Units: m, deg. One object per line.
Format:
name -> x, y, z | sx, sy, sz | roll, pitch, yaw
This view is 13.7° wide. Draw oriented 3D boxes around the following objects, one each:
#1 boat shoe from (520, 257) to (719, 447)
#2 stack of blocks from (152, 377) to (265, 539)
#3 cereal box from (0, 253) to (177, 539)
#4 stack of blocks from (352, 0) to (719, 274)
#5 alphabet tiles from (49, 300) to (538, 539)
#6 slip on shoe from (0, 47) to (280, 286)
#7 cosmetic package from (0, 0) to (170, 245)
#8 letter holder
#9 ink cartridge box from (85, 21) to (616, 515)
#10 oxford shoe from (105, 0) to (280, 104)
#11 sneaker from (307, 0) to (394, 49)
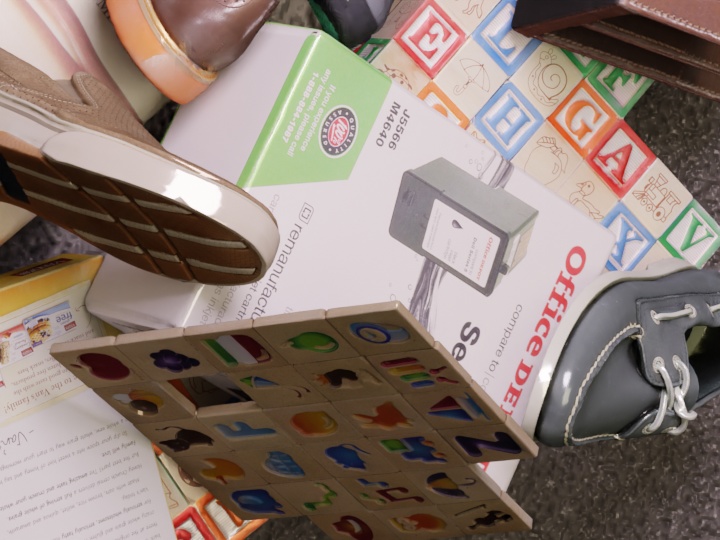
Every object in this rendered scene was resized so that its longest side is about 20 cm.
boat shoe -> 0.133, 0.041, 1.370 | 0.200, 0.062, 0.073 | -24, 136, -61
stack of blocks -> -0.099, 0.113, 1.397 | 0.200, 0.059, 0.115 | -39, 108, -15
cereal box -> -0.154, 0.108, 1.301 | 0.143, 0.039, 0.201 | -19, 102, -31
stack of blocks -> 0.088, -0.065, 1.466 | 0.115, 0.059, 0.200 | -48, 110, -12
alphabet tiles -> -0.012, 0.071, 1.286 | 0.200, 0.166, 0.008 | 46, 45, -48
slip on shoe -> -0.117, -0.053, 1.238 | 0.061, 0.199, 0.076 | -60, 152, -26
cosmetic package -> -0.187, -0.060, 1.337 | 0.200, 0.087, 0.104 | -43, 108, -14
letter holder -> 0.173, -0.192, 1.414 | 0.142, 0.100, 0.201 | 17, 80, -25
ink cartridge box -> 0.000, 0.000, 1.332 | 0.200, 0.084, 0.146 | 31, 79, -35
oxford shoe -> -0.079, -0.162, 1.326 | 0.073, 0.201, 0.071 | -35, 140, 18
sneaker -> 0.007, -0.162, 1.340 | 0.087, 0.200, 0.075 | -26, 112, 5
